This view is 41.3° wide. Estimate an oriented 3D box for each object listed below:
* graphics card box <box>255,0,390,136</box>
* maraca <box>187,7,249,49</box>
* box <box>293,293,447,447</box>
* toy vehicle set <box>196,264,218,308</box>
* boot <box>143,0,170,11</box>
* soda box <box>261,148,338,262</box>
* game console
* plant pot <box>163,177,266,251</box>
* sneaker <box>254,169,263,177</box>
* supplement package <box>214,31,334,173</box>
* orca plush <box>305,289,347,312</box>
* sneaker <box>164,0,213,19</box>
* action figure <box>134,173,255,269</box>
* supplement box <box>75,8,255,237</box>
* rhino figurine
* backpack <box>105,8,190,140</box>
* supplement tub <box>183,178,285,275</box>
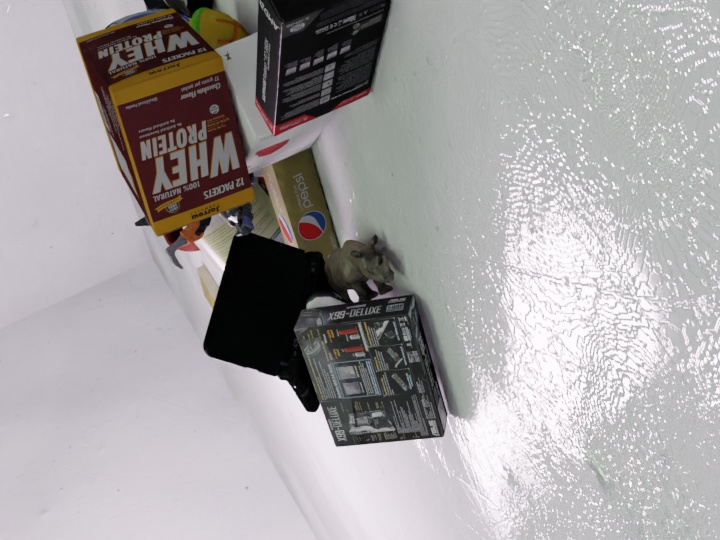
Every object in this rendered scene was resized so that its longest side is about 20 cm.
[{"bbox_3d":[-0.041,-0.224,0.955,0.051,0.125,0.200,60,164,15],"label":"graphics card box"},{"bbox_3d":[-0.192,-0.275,1.360,0.137,0.106,0.201,-54,-52,-63],"label":"maraca"},{"bbox_3d":[0.017,0.137,1.260,0.050,0.156,0.201,-69,-34,-57],"label":"box"},{"bbox_3d":[-0.405,0.093,2.716,0.200,0.026,0.125,53,160,35],"label":"toy vehicle set"},{"bbox_3d":[-0.336,-0.422,1.695,0.097,0.074,0.202,-135,30,-77],"label":"boot"},{"bbox_3d":[-0.092,-0.103,1.399,0.068,0.064,0.201,40,151,55],"label":"soda box"},{"bbox_3d":[-0.115,0.072,1.329,0.176,0.115,0.201,66,-150,-52],"label":"game console"},{"bbox_3d":[-0.275,-0.147,1.707,0.201,0.199,0.176,60,176,14],"label":"plant pot"},{"bbox_3d":[-0.169,-0.207,1.474,0.200,0.070,0.081,46,153,49],"label":"sneaker"},{"bbox_3d":[-0.119,-0.214,1.217,0.121,0.121,0.200,65,164,2],"label":"supplement package"},{"bbox_3d":[0.007,0.091,1.307,0.199,0.071,0.105,34,122,-9],"label":"orca plush"},{"bbox_3d":[-0.278,-0.471,1.437,0.106,0.075,0.201,43,163,40],"label":"sneaker"},{"bbox_3d":[-0.216,-0.098,1.344,0.104,0.194,0.200,40,-174,-27],"label":"action figure"},{"bbox_3d":[-0.243,-0.188,1.188,0.200,0.132,0.198,48,155,49],"label":"supplement box"},{"bbox_3d":[0.000,0.000,1.277,0.088,0.060,0.200,61,162,0],"label":"rhino figurine"},{"bbox_3d":[-0.314,-0.304,1.478,0.154,0.199,0.192,24,134,65],"label":"backpack"},{"bbox_3d":[-0.194,-0.071,1.534,0.200,0.145,0.145,51,170,-24],"label":"supplement tub"}]
